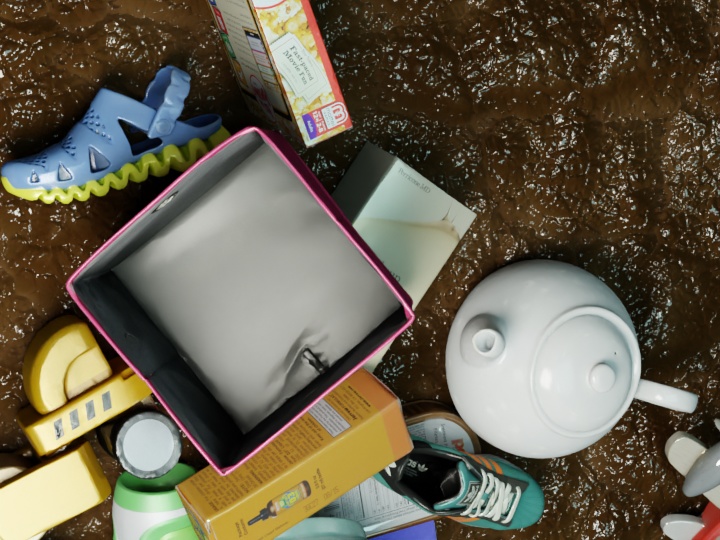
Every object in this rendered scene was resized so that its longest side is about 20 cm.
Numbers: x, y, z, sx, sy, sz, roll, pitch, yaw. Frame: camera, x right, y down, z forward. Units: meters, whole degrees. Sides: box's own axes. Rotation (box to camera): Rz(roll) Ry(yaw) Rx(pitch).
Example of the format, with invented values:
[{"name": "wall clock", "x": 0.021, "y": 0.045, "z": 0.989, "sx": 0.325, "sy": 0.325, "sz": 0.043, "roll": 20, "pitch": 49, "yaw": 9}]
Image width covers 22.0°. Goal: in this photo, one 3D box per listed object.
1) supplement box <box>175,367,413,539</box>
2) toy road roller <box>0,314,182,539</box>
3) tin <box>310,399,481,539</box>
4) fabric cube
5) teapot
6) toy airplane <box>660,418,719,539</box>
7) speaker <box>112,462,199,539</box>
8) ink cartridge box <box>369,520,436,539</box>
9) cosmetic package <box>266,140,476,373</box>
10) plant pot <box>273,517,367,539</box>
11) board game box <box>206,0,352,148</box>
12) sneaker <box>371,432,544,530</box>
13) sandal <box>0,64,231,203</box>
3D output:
[{"name": "supplement box", "x": -0.056, "y": 0.168, "z": 1.582, "sx": 0.199, "sy": 0.069, "sz": 0.067, "roll": -32, "pitch": 132, "yaw": -19}, {"name": "toy road roller", "x": -0.256, "y": 0.127, "z": 1.547, "sx": 0.199, "sy": 0.123, "sz": 0.147, "roll": -29, "pitch": 100, "yaw": -13}, {"name": "tin", "x": 0.020, "y": 0.190, "z": 1.720, "sx": 0.199, "sy": 0.042, "sz": 0.113, "roll": -15, "pitch": 112, "yaw": -18}, {"name": "fabric cube", "x": -0.088, "y": 0.016, "z": 1.486, "sx": 0.196, "sy": 0.199, "sz": 0.200, "roll": -39, "pitch": 92, "yaw": 4}, {"name": "teapot", "x": 0.187, "y": 0.088, "z": 1.687, "sx": 0.200, "sy": 0.146, "sz": 0.198, "roll": -32, "pitch": 111, "yaw": -22}, {"name": "toy airplane", "x": 0.398, "y": 0.228, "z": 1.833, "sx": 0.199, "sy": 0.141, "sz": 0.200, "roll": -13, "pitch": 111, "yaw": -19}, {"name": "speaker", "x": -0.173, "y": 0.276, "z": 1.640, "sx": 0.088, "sy": 0.088, "sz": 0.201, "roll": -9, "pitch": 109, "yaw": -20}, {"name": "ink cartridge box", "x": -0.001, "y": 0.343, "z": 1.756, "sx": 0.197, "sy": 0.043, "sz": 0.201, "roll": -15, "pitch": 109, "yaw": -18}, {"name": "cosmetic package", "x": 0.000, "y": 0.000, "z": 1.638, "sx": 0.103, "sy": 0.073, "sz": 0.201, "roll": 32, "pitch": 93, "yaw": -27}, {"name": "plant pot", "x": -0.046, "y": 0.295, "z": 1.623, "sx": 0.199, "sy": 0.200, "sz": 0.135, "roll": 2, "pitch": 66, "yaw": -23}, {"name": "board game box", "x": -0.083, "y": -0.211, "z": 1.495, "sx": 0.046, "sy": 0.151, "sz": 0.201, "roll": -26, "pitch": 114, "yaw": -13}, {"name": "sneaker", "x": 0.093, "y": 0.200, "z": 1.687, "sx": 0.199, "sy": 0.080, "sz": 0.072, "roll": 20, "pitch": 95, "yaw": -26}, {"name": "sandal", "x": -0.204, "y": -0.111, "z": 1.522, "sx": 0.199, "sy": 0.079, "sz": 0.088, "roll": -20, "pitch": 109, "yaw": -25}]
